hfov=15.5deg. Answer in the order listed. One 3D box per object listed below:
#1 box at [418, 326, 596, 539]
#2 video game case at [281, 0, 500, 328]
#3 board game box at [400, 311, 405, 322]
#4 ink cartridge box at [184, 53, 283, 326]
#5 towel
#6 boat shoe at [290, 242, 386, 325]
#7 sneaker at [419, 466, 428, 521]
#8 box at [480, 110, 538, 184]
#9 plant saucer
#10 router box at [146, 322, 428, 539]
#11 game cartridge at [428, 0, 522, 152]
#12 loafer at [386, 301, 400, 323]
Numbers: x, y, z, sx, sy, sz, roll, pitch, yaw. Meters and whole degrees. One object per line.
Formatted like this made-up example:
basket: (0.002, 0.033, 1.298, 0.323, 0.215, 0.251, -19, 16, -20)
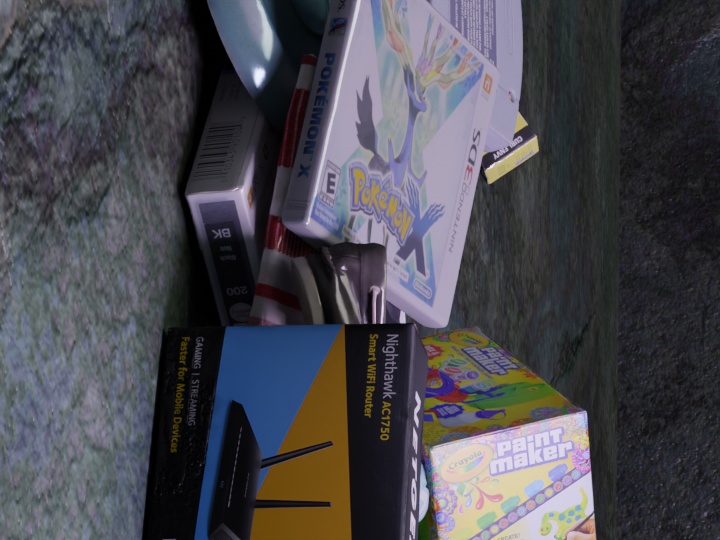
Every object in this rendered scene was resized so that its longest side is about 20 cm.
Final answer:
box: (0.077, 0.168, 1.920, 0.200, 0.122, 0.193, -142, -137, -64)
video game case: (0.023, -0.080, 1.660, 0.200, 0.022, 0.183, 36, 63, -56)
board game box: (0.004, -0.003, 1.877, 0.200, 0.034, 0.135, -114, -161, -78)
ink cartridge box: (-0.057, -0.033, 1.694, 0.198, 0.043, 0.200, -79, 161, -50)
towel: (-0.022, -0.020, 1.640, 0.144, 0.023, 0.200, 24, 75, -61)
boat shoe: (0.006, 0.073, 1.607, 0.067, 0.057, 0.200, -114, -170, -60)
sneaker: (0.020, 0.138, 1.770, 0.074, 0.082, 0.200, -56, -167, -1)
box: (0.058, -0.162, 1.989, 0.200, 0.050, 0.075, 55, 1, 8)
plant saucer: (-0.044, -0.174, 1.671, 0.200, 0.027, 0.200, 47, 34, -46)
router box: (-0.042, 0.130, 1.498, 0.051, 0.149, 0.200, 65, 26, -63)
game cartridge: (0.071, -0.191, 1.898, 0.133, 0.041, 0.200, 30, 53, -47)
loafer: (0.000, 0.000, 1.738, 0.063, 0.072, 0.200, 143, -47, -80)
